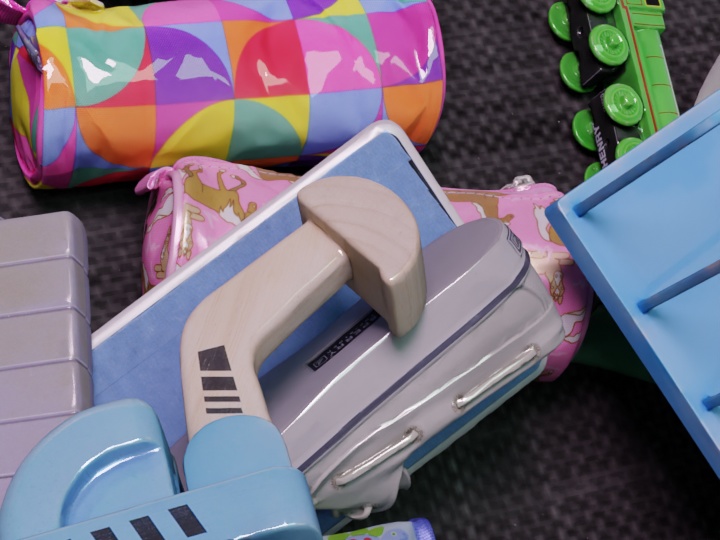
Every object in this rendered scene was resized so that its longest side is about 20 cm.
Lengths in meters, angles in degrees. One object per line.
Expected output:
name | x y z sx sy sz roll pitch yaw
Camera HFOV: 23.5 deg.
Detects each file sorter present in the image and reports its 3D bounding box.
file sorter | 0.199 0.009 0.673 0.138 0.123 0.201 -33 87 -27

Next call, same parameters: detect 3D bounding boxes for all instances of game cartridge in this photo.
game cartridge | -0.201 0.049 0.674 0.198 0.038 0.131 -7 65 5

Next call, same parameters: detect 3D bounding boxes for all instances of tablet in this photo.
tablet | -0.032 0.047 0.711 0.199 0.014 0.131 -37 105 -4

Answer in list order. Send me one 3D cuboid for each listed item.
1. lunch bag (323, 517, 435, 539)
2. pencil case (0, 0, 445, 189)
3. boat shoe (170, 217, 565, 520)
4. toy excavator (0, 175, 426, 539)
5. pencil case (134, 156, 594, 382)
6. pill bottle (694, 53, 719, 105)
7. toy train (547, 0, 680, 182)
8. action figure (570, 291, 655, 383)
lunch bag | -0.032 0.213 0.638 0.168 0.128 0.201 -10 61 -18
pencil case | -0.062 -0.087 0.774 0.198 0.088 0.089 -4 70 -20
boat shoe | -0.006 0.064 0.680 0.200 0.072 0.066 -40 109 -8
toy excavator | -0.052 0.069 0.583 0.192 0.100 0.201 -16 54 -4
pencil case | 0.000 0.000 0.758 0.198 0.083 0.087 3 47 -14
pill bottle | 0.266 -0.056 0.840 0.199 0.112 0.113 32 64 -2
toy train | 0.126 -0.122 0.868 0.056 0.042 0.202 0 68 -27
action figure | 0.199 0.034 0.802 0.198 0.118 0.055 20 52 -17
